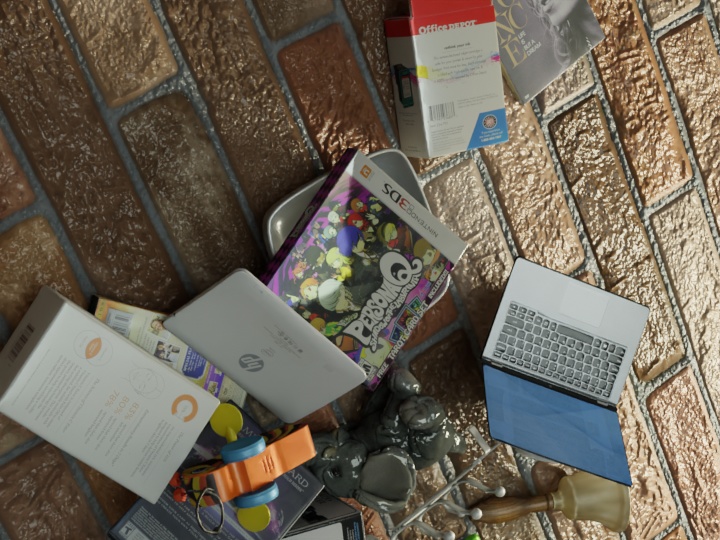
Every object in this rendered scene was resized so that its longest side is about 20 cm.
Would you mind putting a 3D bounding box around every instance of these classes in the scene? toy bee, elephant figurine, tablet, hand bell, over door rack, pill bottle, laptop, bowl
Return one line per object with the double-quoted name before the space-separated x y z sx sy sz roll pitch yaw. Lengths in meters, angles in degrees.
"toy bee" -0.141 0.204 1.348 0.199 0.107 0.133 11 73 -54
"elephant figurine" 0.005 0.213 1.509 0.155 0.142 0.200 42 82 13
"tablet" -0.102 0.086 1.407 0.200 0.129 0.014 42 34 -26
"hand bell" 0.232 0.294 1.662 0.197 0.104 0.106 -5 100 -13
"over door rack" 0.128 0.246 1.518 0.147 0.066 0.201 -25 151 -56
"pill bottle" 0.246 0.130 1.617 0.110 0.112 0.203 8 94 -27
"laptop" 0.244 0.113 1.498 0.185 0.116 0.203 20 90 -15
"bowl" -0.013 -0.021 1.485 0.198 0.074 0.202 -29 109 -21

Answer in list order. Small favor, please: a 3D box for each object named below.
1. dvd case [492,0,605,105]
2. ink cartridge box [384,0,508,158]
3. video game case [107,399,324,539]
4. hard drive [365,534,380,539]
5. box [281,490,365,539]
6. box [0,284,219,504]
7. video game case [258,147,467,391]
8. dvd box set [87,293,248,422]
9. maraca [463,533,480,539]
"dvd case" 0.203 -0.327 1.585 0.148 0.016 0.201 -39 112 -17
"ink cartridge box" 0.098 -0.240 1.514 0.115 0.067 0.203 -13 103 -25
"video game case" -0.150 0.254 1.387 0.143 0.019 0.200 41 58 3
"hard drive" -0.019 0.426 1.527 0.131 0.026 0.203 -28 124 -39
"box" -0.105 0.307 1.463 0.197 0.116 0.061 -10 100 -24
"box" -0.265 0.125 1.328 0.199 0.097 0.125 37 82 -27
"video game case" 0.000 0.000 1.435 0.181 0.036 0.201 39 80 -25
"dvd box set" -0.217 0.121 1.424 0.198 0.029 0.149 16 90 -29
"maraca" 0.131 0.393 1.588 0.137 0.107 0.200 -42 129 -1
